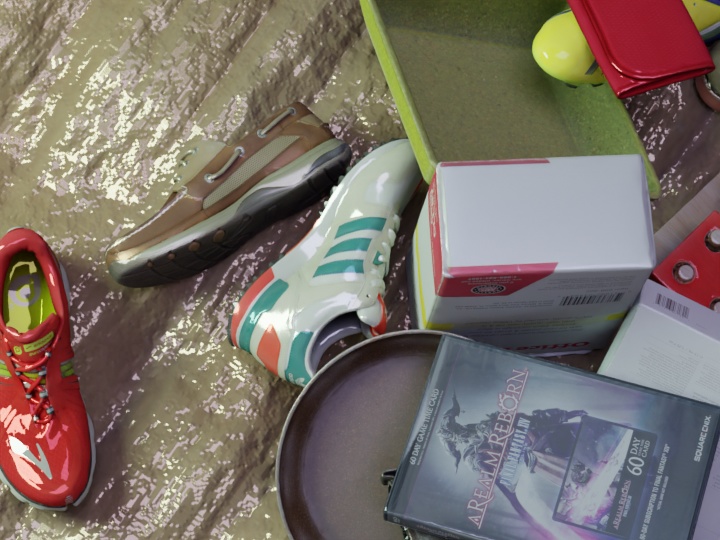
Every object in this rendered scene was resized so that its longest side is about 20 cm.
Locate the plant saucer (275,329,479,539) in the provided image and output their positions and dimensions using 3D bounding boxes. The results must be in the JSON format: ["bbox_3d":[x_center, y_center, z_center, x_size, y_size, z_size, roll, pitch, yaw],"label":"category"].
[{"bbox_3d":[0.039,0.140,1.712,0.198,0.032,0.202,0,95,-4],"label":"plant saucer"}]

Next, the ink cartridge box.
[{"bbox_3d":[0.112,-0.006,1.700,0.144,0.200,0.084,-3,72,-7],"label":"ink cartridge box"}]

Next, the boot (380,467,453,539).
[{"bbox_3d":[0.120,0.195,1.641,0.173,0.069,0.201,-21,59,-14],"label":"boot"}]

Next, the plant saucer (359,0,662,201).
[{"bbox_3d":[0.096,-0.121,1.756,0.198,0.048,0.201,5,48,-31],"label":"plant saucer"}]

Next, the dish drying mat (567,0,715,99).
[{"bbox_3d":[0.180,-0.211,1.758,0.076,0.018,0.201,-16,58,-9],"label":"dish drying mat"}]

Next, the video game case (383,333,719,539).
[{"bbox_3d":[0.130,0.129,1.633,0.198,0.019,0.144,15,59,9],"label":"video game case"}]

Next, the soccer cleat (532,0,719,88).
[{"bbox_3d":[0.207,-0.189,1.790,0.199,0.084,0.065,-19,65,-34],"label":"soccer cleat"}]

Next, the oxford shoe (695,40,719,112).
[{"bbox_3d":[0.350,-0.171,1.834,0.199,0.075,0.071,-22,77,-12],"label":"oxford shoe"}]

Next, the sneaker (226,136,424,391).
[{"bbox_3d":[0.000,0.000,1.742,0.093,0.070,0.200,38,78,23],"label":"sneaker"}]

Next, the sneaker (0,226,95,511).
[{"bbox_3d":[-0.230,0.066,1.702,0.076,0.085,0.202,-10,76,-8],"label":"sneaker"}]

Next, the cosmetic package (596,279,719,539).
[{"bbox_3d":[0.253,0.117,1.713,0.199,0.052,0.152,26,115,2],"label":"cosmetic package"}]

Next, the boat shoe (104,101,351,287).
[{"bbox_3d":[-0.102,-0.055,1.761,0.199,0.076,0.072,-30,76,-22],"label":"boat shoe"}]

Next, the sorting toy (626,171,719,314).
[{"bbox_3d":[0.318,0.010,1.783,0.199,0.070,0.200,-42,82,-15],"label":"sorting toy"}]
